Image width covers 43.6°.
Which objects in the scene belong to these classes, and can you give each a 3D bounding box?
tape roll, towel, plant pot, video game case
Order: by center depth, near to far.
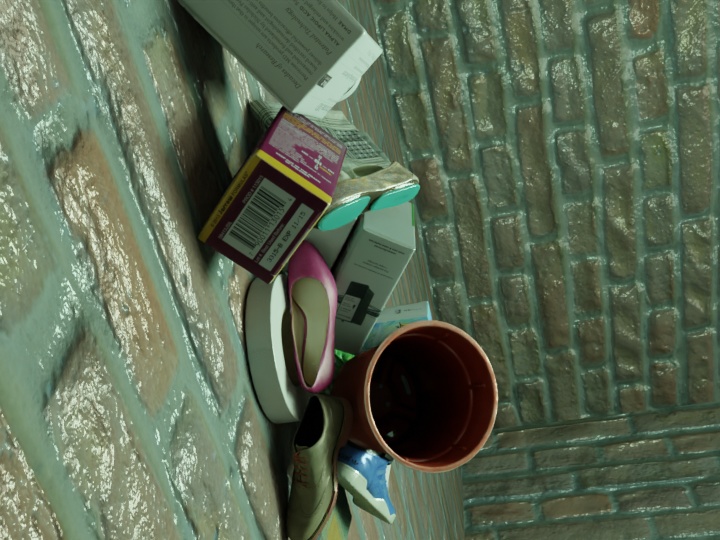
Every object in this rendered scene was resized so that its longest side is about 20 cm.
[{"bbox_3d":[-0.108,0.104,1.214,0.203,0.037,0.203,-9,90,-81],"label":"tape roll"},{"bbox_3d":[0.058,0.181,1.280,0.195,0.200,0.201,158,-75,-65],"label":"plant pot"},{"bbox_3d":[-0.040,-0.185,1.319,0.200,0.035,0.193,4,35,-41],"label":"towel"},{"bbox_3d":[-0.051,0.374,1.361,0.200,0.022,0.147,-66,146,-69],"label":"towel"},{"bbox_3d":[0.056,0.157,1.701,0.045,0.181,0.200,-88,165,-51],"label":"video game case"}]

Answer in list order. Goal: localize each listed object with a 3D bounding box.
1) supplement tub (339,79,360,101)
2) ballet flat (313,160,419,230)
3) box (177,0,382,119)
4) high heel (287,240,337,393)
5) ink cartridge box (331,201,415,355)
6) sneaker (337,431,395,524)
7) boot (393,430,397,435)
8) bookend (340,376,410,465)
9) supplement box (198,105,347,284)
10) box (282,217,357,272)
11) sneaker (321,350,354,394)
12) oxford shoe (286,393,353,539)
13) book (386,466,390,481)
[{"bbox_3d":[-0.073,-0.364,1.534,0.200,0.140,0.141,-1,82,-80],"label":"supplement tub"},{"bbox_3d":[-0.006,-0.104,1.186,0.200,0.068,0.067,-20,67,-46],"label":"ballet flat"},{"bbox_3d":[-0.093,-0.306,1.127,0.200,0.131,0.199,45,11,0],"label":"box"},{"bbox_3d":[-0.069,0.060,1.186,0.096,0.067,0.201,-11,98,-81],"label":"high heel"},{"bbox_3d":[0.000,0.000,1.296,0.147,0.083,0.200,-87,-159,-59],"label":"ink cartridge box"},{"bbox_3d":[0.027,0.317,1.424,0.111,0.077,0.200,-56,138,-21],"label":"sneaker"},{"bbox_3d":[0.076,0.206,1.601,0.072,0.200,0.155,34,30,-48],"label":"boot"},{"bbox_3d":[0.045,0.235,1.508,0.092,0.200,0.199,-1,81,-80],"label":"bookend"},{"bbox_3d":[-0.100,-0.096,1.077,0.103,0.131,0.200,33,26,-11],"label":"supplement box"},{"bbox_3d":[-0.065,-0.089,1.308,0.200,0.097,0.125,-81,-163,-60],"label":"box"},{"bbox_3d":[-0.047,0.149,1.388,0.074,0.083,0.200,66,19,-57],"label":"sneaker"},{"bbox_3d":[-0.070,0.257,1.179,0.075,0.070,0.200,31,65,-50],"label":"oxford shoe"},{"bbox_3d":[0.013,0.324,1.714,0.134,0.048,0.200,-84,160,-55],"label":"book"}]
